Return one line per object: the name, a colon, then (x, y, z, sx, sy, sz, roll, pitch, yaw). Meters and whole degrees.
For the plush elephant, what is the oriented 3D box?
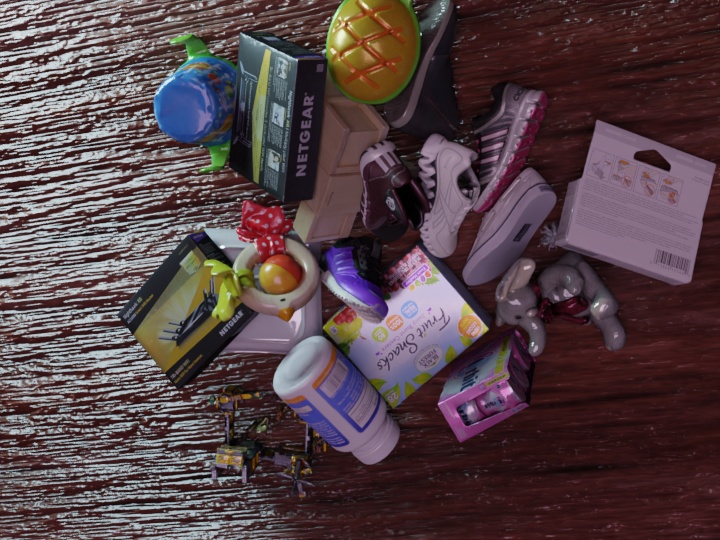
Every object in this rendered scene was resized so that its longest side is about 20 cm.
plush elephant: (0.265, 0.046, 1.559, 0.154, 0.165, 0.201, -33, 67, 4)

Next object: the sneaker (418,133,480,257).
sneaker: (0.129, -0.097, 1.561, 0.080, 0.075, 0.202, 14, 134, 22)

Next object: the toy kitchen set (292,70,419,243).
toy kitchen set: (-0.028, -0.179, 1.609, 0.181, 0.162, 0.201, 53, 136, 34)

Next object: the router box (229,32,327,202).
router box: (-0.119, -0.217, 1.530, 0.157, 0.052, 0.203, 35, 124, 46)

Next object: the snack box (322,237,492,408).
snack box: (0.072, 0.079, 1.650, 0.200, 0.068, 0.169, -40, 93, 19)

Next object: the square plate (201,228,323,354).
square plate: (-0.157, 0.037, 1.706, 0.195, 0.028, 0.203, 2, 103, 10)

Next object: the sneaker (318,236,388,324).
sneaker: (0.000, 0.000, 1.592, 0.100, 0.200, 0.069, -50, 123, 0)

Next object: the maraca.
maraca: (0.021, -0.331, 1.499, 0.135, 0.107, 0.203, 11, 99, 12)

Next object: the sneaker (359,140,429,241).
sneaker: (0.053, -0.080, 1.536, 0.075, 0.201, 0.116, -31, 56, -10)

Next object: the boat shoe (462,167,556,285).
boat shoe: (0.206, -0.063, 1.589, 0.201, 0.071, 0.066, -59, 44, 37)

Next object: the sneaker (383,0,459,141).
sneaker: (0.108, -0.281, 1.563, 0.106, 0.074, 0.202, 25, 84, -39)

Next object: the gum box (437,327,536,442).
gum box: (0.186, 0.164, 1.577, 0.113, 0.200, 0.067, -31, 96, 18)

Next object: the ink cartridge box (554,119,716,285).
ink cartridge box: (0.387, -0.093, 1.528, 0.198, 0.045, 0.179, 18, 81, -12)

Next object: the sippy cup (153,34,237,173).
sippy cup: (-0.239, -0.243, 1.601, 0.178, 0.130, 0.140, 44, 108, -2)

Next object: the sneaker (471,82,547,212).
sneaker: (0.193, -0.182, 1.563, 0.087, 0.073, 0.202, 34, 121, 22)

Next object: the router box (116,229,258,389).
router box: (-0.265, 0.062, 1.697, 0.158, 0.052, 0.200, 48, 115, 6)

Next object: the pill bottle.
pill bottle: (-0.031, 0.203, 1.658, 0.111, 0.113, 0.200, -34, 117, 17)

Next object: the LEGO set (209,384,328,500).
LEGO set: (-0.154, 0.265, 1.713, 0.197, 0.116, 0.156, 13, 106, 8)

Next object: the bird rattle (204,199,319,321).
bird rattle: (-0.136, -0.001, 1.602, 0.162, 0.200, 0.113, 26, 138, 13)
